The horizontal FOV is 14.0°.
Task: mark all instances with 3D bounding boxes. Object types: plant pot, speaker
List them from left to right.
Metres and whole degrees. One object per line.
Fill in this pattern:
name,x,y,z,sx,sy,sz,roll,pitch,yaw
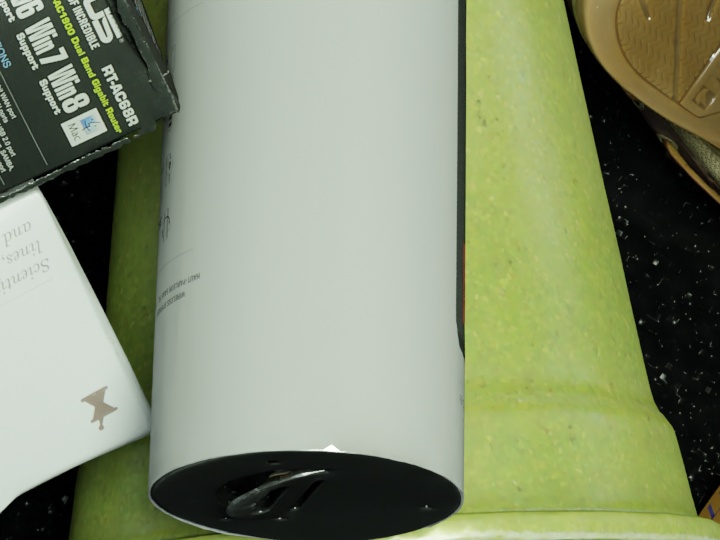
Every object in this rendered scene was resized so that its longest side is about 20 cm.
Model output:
speaker,-0.012,-0.034,0.752,0.081,0.081,0.201,5,68,-10
plant pot,0.000,0.000,0.869,0.200,0.200,0.185,-3,79,-10

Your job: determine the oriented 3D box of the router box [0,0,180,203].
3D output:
router box,-0.137,-0.067,0.785,0.149,0.200,0.062,-25,115,0

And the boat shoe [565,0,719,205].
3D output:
boat shoe,0.131,-0.050,0.940,0.200,0.072,0.072,36,95,-30

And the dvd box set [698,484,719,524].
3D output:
dvd box set,0.198,0.076,0.941,0.146,0.029,0.200,32,103,-10

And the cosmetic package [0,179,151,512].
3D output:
cosmetic package,-0.142,0.004,0.820,0.113,0.200,0.081,-28,114,-10
